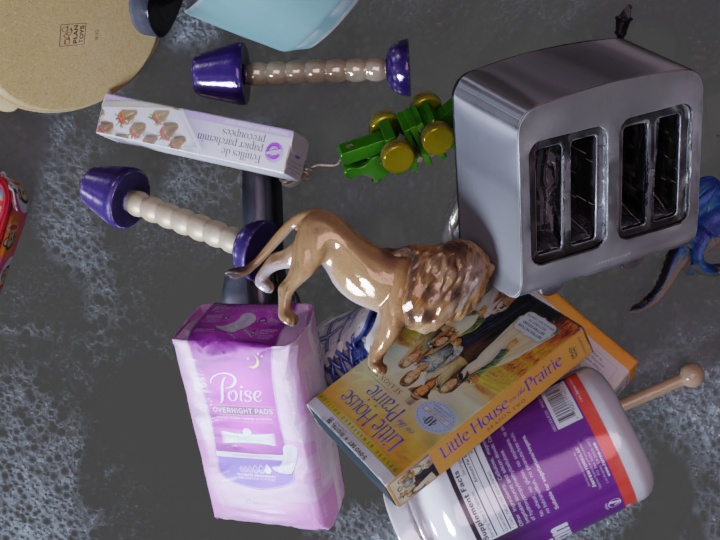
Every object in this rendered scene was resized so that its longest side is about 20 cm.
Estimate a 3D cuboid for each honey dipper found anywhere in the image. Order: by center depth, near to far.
[{"bbox_3d":[0.221,0.130,1.050,0.198,0.038,0.038,-25,92,6],"label":"honey dipper"}]

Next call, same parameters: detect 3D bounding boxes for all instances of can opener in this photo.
[{"bbox_3d":[-0.091,-0.025,1.050,0.077,0.063,0.203,1,94,4],"label":"can opener"}]

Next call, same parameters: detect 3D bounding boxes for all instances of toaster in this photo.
[{"bbox_3d":[0.175,-0.092,0.938,0.179,0.119,0.203,-15,118,-20],"label":"toaster"}]

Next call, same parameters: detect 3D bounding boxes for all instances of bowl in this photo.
[{"bbox_3d":[-0.050,-0.268,0.983,0.105,0.201,0.201,37,96,-20],"label":"bowl"}]

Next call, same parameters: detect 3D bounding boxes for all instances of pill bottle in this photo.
[{"bbox_3d":[0.122,0.166,0.908,0.198,0.112,0.114,-27,92,4],"label":"pill bottle"}]

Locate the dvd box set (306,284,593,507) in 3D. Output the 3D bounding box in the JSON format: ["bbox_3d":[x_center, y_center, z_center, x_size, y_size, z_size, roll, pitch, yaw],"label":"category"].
[{"bbox_3d":[0.068,0.087,0.928,0.199,0.146,0.030,-36,122,-12],"label":"dvd box set"}]

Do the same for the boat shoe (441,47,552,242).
[{"bbox_3d":[0.143,-0.099,1.024,0.073,0.075,0.201,31,96,0],"label":"boat shoe"}]

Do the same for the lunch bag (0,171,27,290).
[{"bbox_3d":[-0.415,-0.057,1.066,0.198,0.082,0.178,20,91,1],"label":"lunch bag"}]

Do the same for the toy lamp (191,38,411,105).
[{"bbox_3d":[-0.053,-0.181,1.041,0.197,0.058,0.059,-4,94,3],"label":"toy lamp"}]

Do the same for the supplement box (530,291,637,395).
[{"bbox_3d":[0.133,0.121,1.013,0.126,0.074,0.200,41,88,17],"label":"supplement box"}]

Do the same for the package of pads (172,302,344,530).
[{"bbox_3d":[-0.085,0.131,1.016,0.119,0.076,0.203,0,115,18],"label":"package of pads"}]

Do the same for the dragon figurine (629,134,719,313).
[{"bbox_3d":[0.301,-0.049,1.023,0.199,0.059,0.100,-33,91,5],"label":"dragon figurine"}]

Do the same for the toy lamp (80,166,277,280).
[{"bbox_3d":[-0.166,-0.049,1.023,0.198,0.058,0.059,19,95,25],"label":"toy lamp"}]

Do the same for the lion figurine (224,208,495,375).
[{"bbox_3d":[0.000,0.000,0.928,0.198,0.073,0.124,26,106,-4],"label":"lion figurine"}]

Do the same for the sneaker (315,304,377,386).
[{"bbox_3d":[-0.001,0.066,1.038,0.075,0.088,0.200,44,97,-2],"label":"sneaker"}]

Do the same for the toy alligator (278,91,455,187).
[{"bbox_3d":[0.025,-0.106,1.044,0.198,0.060,0.055,-24,132,5],"label":"toy alligator"}]

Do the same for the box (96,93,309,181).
[{"bbox_3d":[-0.143,-0.120,1.029,0.197,0.041,0.039,14,89,22],"label":"box"}]

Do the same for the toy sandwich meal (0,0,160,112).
[{"bbox_3d":[-0.270,-0.223,1.014,0.205,0.205,0.070,-40,54,5],"label":"toy sandwich meal"}]

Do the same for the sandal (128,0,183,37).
[{"bbox_3d":[-0.146,-0.293,1.010,0.042,0.076,0.203,11,73,15],"label":"sandal"}]
